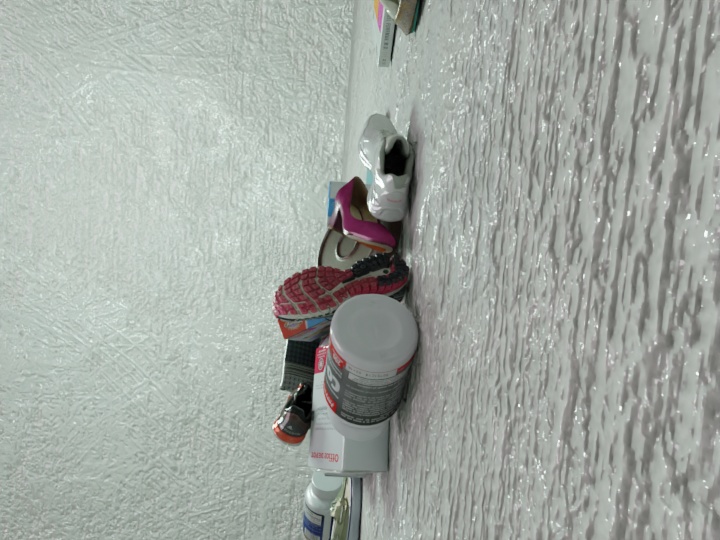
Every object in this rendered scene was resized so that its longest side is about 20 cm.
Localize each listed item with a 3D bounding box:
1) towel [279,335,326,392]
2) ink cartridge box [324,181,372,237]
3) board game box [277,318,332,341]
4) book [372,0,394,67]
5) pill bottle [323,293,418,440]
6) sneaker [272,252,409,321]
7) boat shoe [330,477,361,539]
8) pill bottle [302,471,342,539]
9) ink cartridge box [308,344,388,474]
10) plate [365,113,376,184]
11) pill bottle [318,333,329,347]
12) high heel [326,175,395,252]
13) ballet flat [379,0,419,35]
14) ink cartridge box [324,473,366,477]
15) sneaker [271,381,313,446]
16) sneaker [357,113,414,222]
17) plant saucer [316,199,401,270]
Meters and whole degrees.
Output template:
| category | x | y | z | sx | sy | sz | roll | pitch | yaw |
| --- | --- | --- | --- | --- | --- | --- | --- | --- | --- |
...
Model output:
| category | x | y | z | sx | sy | sz | roll | pitch | yaw |
| --- | --- | --- | --- | --- | --- | --- | --- | --- | --- |
| towel | -0.082 | 0.194 | 1.408 | 0.034 | 0.197 | 0.197 | -27 | 49 | 50 |
| ink cartridge box | -0.015 | -0.069 | 1.258 | 0.069 | 0.112 | 0.203 | -92 | 8 | -52 |
| board game box | -0.064 | 0.089 | 1.244 | 0.200 | 0.151 | 0.041 | 42 | -157 | -78 |
| book | 0.051 | -0.535 | 1.268 | 0.202 | 0.047 | 0.135 | 98 | 172 | -47 |
| pill bottle | 0.007 | 0.137 | 0.849 | 0.202 | 0.111 | 0.115 | 99 | 173 | -47 |
| sneaker | -0.024 | 0.040 | 0.872 | 0.076 | 0.196 | 0.081 | 94 | 159 | -43 |
| boat shoe | -0.033 | 0.504 | 1.317 | 0.072 | 0.060 | 0.205 | 112 | 162 | -74 |
| pill bottle | -0.096 | 0.628 | 1.682 | 0.112 | 0.108 | 0.204 | -95 | 11 | -62 |
| ink cartridge box | -0.019 | 0.224 | 1.034 | 0.145 | 0.082 | 0.205 | -26 | 59 | 61 |
| plate | 0.034 | -0.225 | 1.331 | 0.200 | 0.025 | 0.205 | -175 | 90 | -85 |
| pill bottle | -0.033 | 0.177 | 1.289 | 0.200 | 0.110 | 0.115 | 127 | 147 | -81 |
| high heel | 0.009 | -0.091 | 0.961 | 0.199 | 0.067 | 0.098 | 29 | 94 | 56 |
| ballet flat | 0.061 | -0.416 | 0.919 | 0.200 | 0.066 | 0.070 | 111 | 162 | -75 |
| ink cartridge box | -0.032 | 0.314 | 1.253 | 0.200 | 0.081 | 0.149 | 131 | 143 | -82 |
| sneaker | -0.095 | 0.238 | 1.136 | 0.083 | 0.076 | 0.200 | -63 | 0 | 15 |
| sneaker | 0.047 | -0.176 | 0.944 | 0.100 | 0.076 | 0.203 | 111 | 155 | -50 |
| plant saucer | -0.012 | -0.039 | 1.040 | 0.199 | 0.032 | 0.204 | -31 | 46 | 37 |
